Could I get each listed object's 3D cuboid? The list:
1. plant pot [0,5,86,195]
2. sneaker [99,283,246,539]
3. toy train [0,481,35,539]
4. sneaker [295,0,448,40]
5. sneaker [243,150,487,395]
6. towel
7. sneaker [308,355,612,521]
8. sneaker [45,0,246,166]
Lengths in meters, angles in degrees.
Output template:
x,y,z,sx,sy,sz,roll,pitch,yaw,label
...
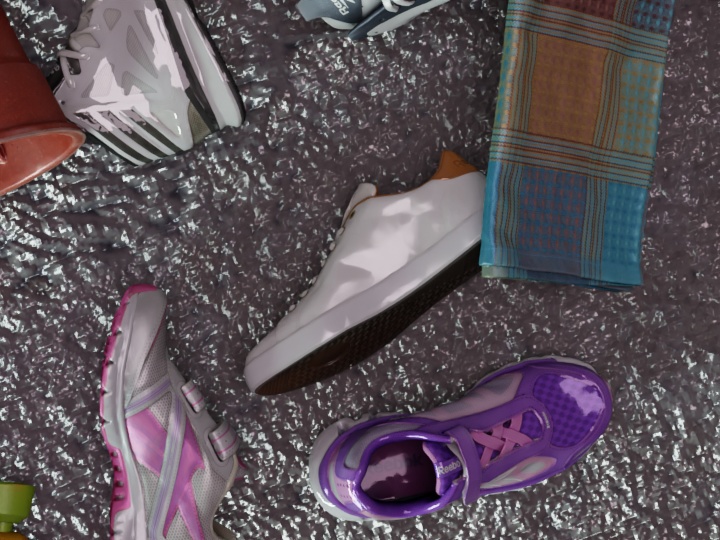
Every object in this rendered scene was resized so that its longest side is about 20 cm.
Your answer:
x,y,z,sx,sy,sz,roll,pitch,yaw,label
-0.291,-0.132,1.323,0.201,0.201,0.195,-22,86,-3,plant pot
-0.117,0.105,1.400,0.088,0.081,0.200,-4,101,-5,sneaker
-0.222,0.184,1.396,0.200,0.085,0.116,6,79,-5,toy train
0.017,-0.182,1.337,0.130,0.199,0.080,-28,101,9,sneaker
0.000,0.000,1.414,0.200,0.073,0.085,-35,70,0,sneaker
0.137,-0.089,1.394,0.147,0.022,0.200,5,93,-43,towel
0.068,0.113,1.405,0.200,0.088,0.081,-17,93,-4,sneaker
-0.164,-0.156,1.379,0.115,0.076,0.201,-28,97,-4,sneaker
